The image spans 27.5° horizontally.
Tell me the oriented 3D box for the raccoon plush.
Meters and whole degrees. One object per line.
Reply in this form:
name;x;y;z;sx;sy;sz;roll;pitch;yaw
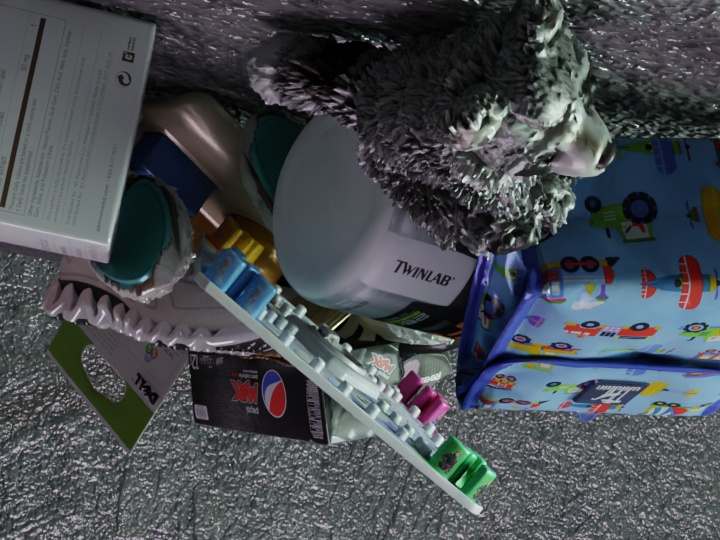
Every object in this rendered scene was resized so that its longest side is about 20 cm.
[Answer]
raccoon plush;0.016;-0.073;0.625;0.198;0.098;0.134;10;167;20

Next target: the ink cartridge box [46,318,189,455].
ink cartridge box;-0.154;0.032;1.220;0.148;0.201;0.076;42;-166;34

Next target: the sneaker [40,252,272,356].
sneaker;-0.132;0.009;0.985;0.199;0.082;0.075;13;179;34

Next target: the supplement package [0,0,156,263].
supplement package;-0.218;-0.085;0.781;0.198;0.121;0.121;12;174;-9

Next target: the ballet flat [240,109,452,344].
ballet flat;-0.012;-0.016;0.932;0.200;0.072;0.072;42;163;-20

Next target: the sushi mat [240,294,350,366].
sushi mat;0.000;0.000;1.038;0.012;0.200;0.095;56;155;-16

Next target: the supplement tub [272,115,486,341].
supplement tub;0.059;-0.021;0.854;0.199;0.124;0.122;15;173;-36

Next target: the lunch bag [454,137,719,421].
lunch bag;0.135;0.023;0.776;0.149;0.095;0.201;0;149;-6

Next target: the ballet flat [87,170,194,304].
ballet flat;-0.138;-0.026;0.911;0.071;0.072;0.200;15;-167;-34

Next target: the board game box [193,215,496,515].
board game box;-0.013;0.046;0.868;0.200;0.026;0.200;40;-178;-9

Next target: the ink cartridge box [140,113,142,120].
ink cartridge box;-0.253;-0.054;0.944;0.199;0.176;0.045;4;136;54

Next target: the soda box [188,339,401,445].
soda box;-0.050;0.083;1.070;0.070;0.064;0.199;-6;-177;-33

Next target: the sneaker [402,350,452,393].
sneaker;0.050;0.048;1.175;0.066;0.091;0.200;0;162;-6

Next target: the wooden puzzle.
wooden puzzle;-0.120;-0.046;1.018;0.199;0.047;0.185;3;144;49

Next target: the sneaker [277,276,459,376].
sneaker;0.025;0.052;1.094;0.199;0.073;0.113;13;136;48
